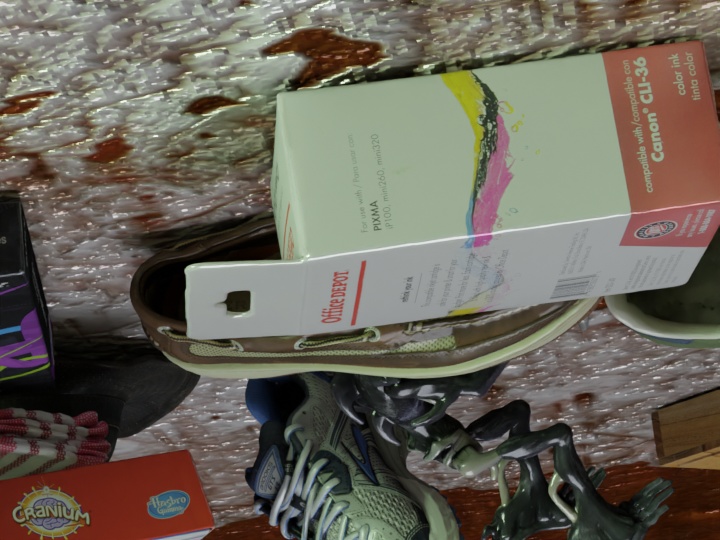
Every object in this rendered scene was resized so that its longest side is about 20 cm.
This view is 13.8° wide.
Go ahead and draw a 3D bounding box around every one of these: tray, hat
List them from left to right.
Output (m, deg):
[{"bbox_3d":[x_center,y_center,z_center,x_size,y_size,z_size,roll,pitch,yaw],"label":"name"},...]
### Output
[{"bbox_3d":[-0.169,0.098,1.455,0.200,0.081,0.201,-6,164,-2],"label":"hat"},{"bbox_3d":[0.274,0.093,1.741,0.200,0.037,0.099,5,161,-42],"label":"tray"}]

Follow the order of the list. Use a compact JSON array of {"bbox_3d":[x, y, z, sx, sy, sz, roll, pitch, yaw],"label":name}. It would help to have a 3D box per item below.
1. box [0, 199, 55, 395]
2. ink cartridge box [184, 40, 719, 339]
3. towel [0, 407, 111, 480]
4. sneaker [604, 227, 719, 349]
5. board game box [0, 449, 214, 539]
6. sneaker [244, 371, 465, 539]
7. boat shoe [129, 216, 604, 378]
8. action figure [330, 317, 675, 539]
[{"bbox_3d":[-0.204,0.020,1.239,0.143,0.036,0.200,-7,164,-4],"label":"box"},{"bbox_3d":[0.029,-0.027,1.118,0.199,0.068,0.117,-8,165,-6],"label":"ink cartridge box"},{"bbox_3d":[-0.227,0.089,1.321,0.200,0.030,0.146,15,144,-44],"label":"towel"},{"bbox_3d":[0.195,-0.002,1.284,0.200,0.067,0.090,-13,170,31],"label":"sneaker"},{"bbox_3d":[-0.187,0.140,1.343,0.200,0.040,0.153,-7,159,-35],"label":"board game box"},{"bbox_3d":[-0.014,0.111,1.414,0.085,0.200,0.077,15,119,-25],"label":"sneaker"},{"bbox_3d":[0.000,0.006,1.219,0.202,0.075,0.075,-12,158,18],"label":"boat shoe"},{"bbox_3d":[0.048,0.047,1.342,0.200,0.102,0.119,45,166,-25],"label":"action figure"}]
